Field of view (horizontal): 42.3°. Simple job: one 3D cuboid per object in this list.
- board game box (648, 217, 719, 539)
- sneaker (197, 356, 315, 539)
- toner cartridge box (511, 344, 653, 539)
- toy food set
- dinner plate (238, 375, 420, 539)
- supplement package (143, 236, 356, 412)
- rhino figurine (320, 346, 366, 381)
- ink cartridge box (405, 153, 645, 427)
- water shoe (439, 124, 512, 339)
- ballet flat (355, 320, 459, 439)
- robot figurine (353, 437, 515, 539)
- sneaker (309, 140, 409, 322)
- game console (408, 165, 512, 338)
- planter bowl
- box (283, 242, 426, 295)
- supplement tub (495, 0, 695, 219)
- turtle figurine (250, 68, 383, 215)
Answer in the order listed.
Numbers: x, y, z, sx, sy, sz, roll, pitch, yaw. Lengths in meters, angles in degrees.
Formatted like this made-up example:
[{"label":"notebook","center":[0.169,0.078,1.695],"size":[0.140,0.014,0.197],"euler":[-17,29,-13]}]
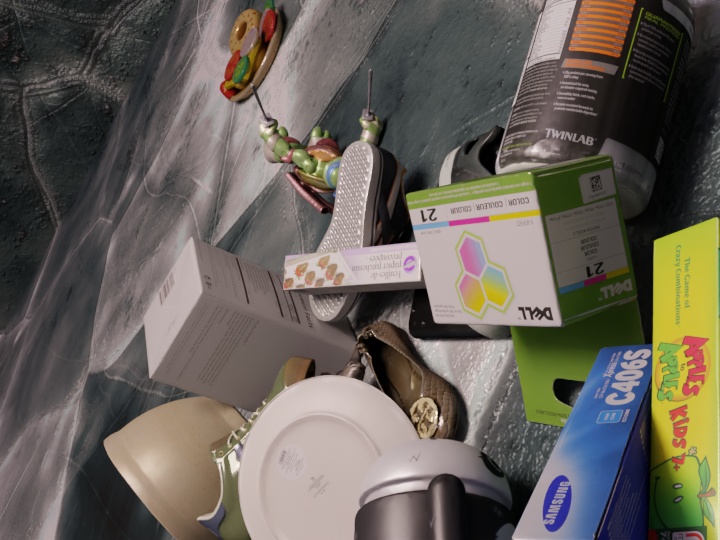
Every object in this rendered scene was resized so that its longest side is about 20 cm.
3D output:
[{"label":"board game box","center":[0.216,0.082,0.526],"size":[0.048,0.102,0.200],"euler":[-26,48,51]},{"label":"sneaker","center":[-0.110,0.179,0.940],"size":[0.067,0.090,0.200],"euler":[42,-120,-78]},{"label":"toner cartridge box","center":[0.142,0.128,0.520],"size":[0.043,0.095,0.200],"euler":[-8,18,30]},{"label":"toy food set","center":[-0.205,-0.408,1.729],"size":[0.198,0.049,0.200],"euler":[-3,66,60]},{"label":"dinner plate","center":[-0.032,0.196,0.848],"size":[0.200,0.024,0.200],"euler":[-5,80,26]},{"label":"supplement package","center":[-0.123,0.072,1.036],"size":[0.121,0.200,0.120],"euler":[-56,29,19]},{"label":"rhino figurine","center":[-0.029,0.170,0.940],"size":[0.087,0.060,0.200],"euler":[134,151,-69]},{"label":"ink cartridge box","center":[0.121,0.029,0.664],"size":[0.148,0.076,0.200],"euler":[-4,99,60]},{"label":"water shoe","center":[0.110,-0.040,0.790],"size":[0.079,0.071,0.200],"euler":[-41,42,42]},{"label":"ballet flat","center":[0.039,0.104,0.889],"size":[0.067,0.046,0.200],"euler":[-59,28,16]},{"label":"robot figurine","center":[0.057,0.224,0.683],"size":[0.150,0.125,0.200],"euler":[-33,42,40]},{"label":"sneaker","center":[0.006,-0.037,1.028],"size":[0.078,0.079,0.200],"euler":[17,93,45]},{"label":"game console","center":[0.121,-0.022,0.868],"size":[0.200,0.031,0.177],"euler":[-9,67,60]},{"label":"planter bowl","center":[-0.171,0.221,1.050],"size":[0.135,0.200,0.200],"euler":[-41,25,-10]},{"label":"box","center":[0.000,0.000,0.944],"size":[0.200,0.041,0.039],"euler":[-5,78,46]},{"label":"supplement tub","center":[0.189,-0.150,0.733],"size":[0.122,0.122,0.200],"euler":[-1,68,61]},{"label":"turtle figurine","center":[-0.054,-0.182,1.183],"size":[0.144,0.200,0.194],"euler":[-34,20,-12]}]
